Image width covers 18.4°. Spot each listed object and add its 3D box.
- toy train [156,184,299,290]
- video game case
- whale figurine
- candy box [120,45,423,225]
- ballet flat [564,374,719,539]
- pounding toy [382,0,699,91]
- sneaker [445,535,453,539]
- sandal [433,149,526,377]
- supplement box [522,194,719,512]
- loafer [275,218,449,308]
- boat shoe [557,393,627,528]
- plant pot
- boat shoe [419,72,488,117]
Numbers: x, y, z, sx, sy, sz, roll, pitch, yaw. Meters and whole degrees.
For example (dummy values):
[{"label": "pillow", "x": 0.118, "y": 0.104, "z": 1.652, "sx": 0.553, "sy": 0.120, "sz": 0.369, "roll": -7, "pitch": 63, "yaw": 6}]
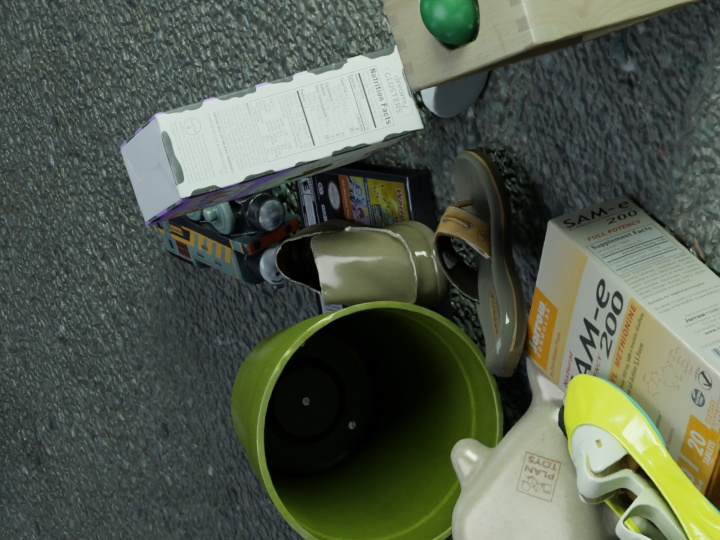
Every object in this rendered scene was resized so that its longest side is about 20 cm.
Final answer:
[{"label": "toy train", "x": -0.124, "y": -0.049, "z": 2.016, "sx": 0.200, "sy": 0.085, "sz": 0.114, "roll": 22, "pitch": 136, "yaw": 51}, {"label": "video game case", "x": 0.015, "y": 0.008, "z": 1.866, "sx": 0.181, "sy": 0.025, "sz": 0.200, "roll": 11, "pitch": 115, "yaw": 57}, {"label": "whale figurine", "x": 0.147, "y": 0.155, "z": 1.672, "sx": 0.159, "sy": 0.104, "sz": 0.200, "roll": 15, "pitch": 101, "yaw": 22}, {"label": "candy box", "x": -0.072, "y": -0.104, "z": 1.740, "sx": 0.168, "sy": 0.200, "sz": 0.072, "roll": 160, "pitch": 92, "yaw": -74}, {"label": "ballet flat", "x": 0.184, "y": 0.148, "z": 1.475, "sx": 0.200, "sy": 0.067, "sz": 0.067, "roll": 50, "pitch": 142, "yaw": 29}, {"label": "pounding toy", "x": 0.101, "y": -0.210, "z": 1.423, "sx": 0.184, "sy": 0.200, "sz": 0.142, "roll": -14, "pitch": 94, "yaw": 60}, {"label": "sneaker", "x": 0.103, "y": 0.241, "z": 1.812, "sx": 0.084, "sy": 0.077, "sz": 0.200, "roll": 50, "pitch": 154, "yaw": 22}, {"label": "sandal", "x": 0.083, "y": -0.008, "z": 1.652, "sx": 0.082, "sy": 0.055, "sz": 0.200, "roll": 101, "pitch": 166, "yaw": -56}, {"label": "supplement box", "x": 0.205, "y": 0.059, "z": 1.529, "sx": 0.200, "sy": 0.074, "sz": 0.126, "roll": 45, "pitch": 142, "yaw": 38}, {"label": "loafer", "x": 0.000, "y": 0.000, "z": 1.792, "sx": 0.200, "sy": 0.067, "sz": 0.076, "roll": 3, "pitch": 109, "yaw": 58}, {"label": "boat shoe", "x": 0.206, "y": 0.163, "z": 1.563, "sx": 0.201, "sy": 0.074, "sz": 0.063, "roll": 44, "pitch": 121, "yaw": 24}, {"label": "plant pot", "x": -0.016, "y": 0.117, "z": 1.783, "sx": 0.193, "sy": 0.200, "sz": 0.200, "roll": -170, "pitch": 65, "yaw": -70}, {"label": "boat shoe", "x": 0.067, "y": -0.199, "z": 1.621, "sx": 0.057, "sy": 0.069, "sz": 0.200, "roll": 51, "pitch": 147, "yaw": 32}]
